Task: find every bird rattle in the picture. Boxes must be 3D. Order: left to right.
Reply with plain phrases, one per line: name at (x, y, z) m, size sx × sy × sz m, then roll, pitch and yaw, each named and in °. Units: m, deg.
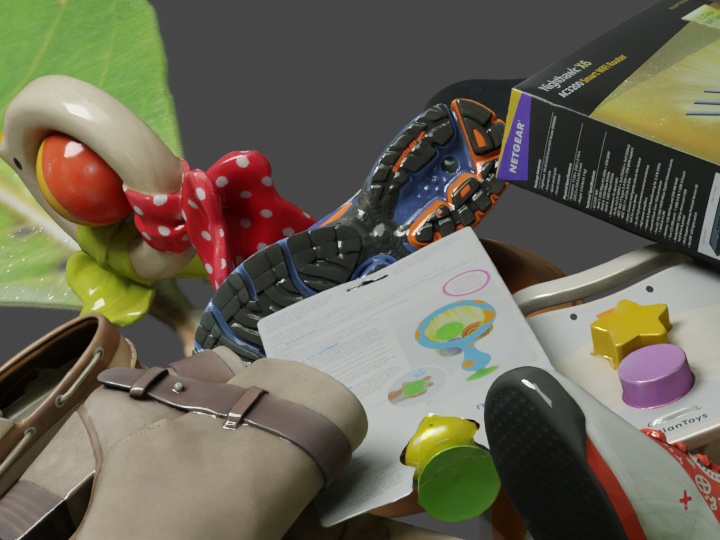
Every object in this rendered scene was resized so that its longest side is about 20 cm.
bird rattle at (-0.128, -0.034, 1.139) m, size 0.113 × 0.163 × 0.200 m, roll -49°, pitch 10°, yaw -19°

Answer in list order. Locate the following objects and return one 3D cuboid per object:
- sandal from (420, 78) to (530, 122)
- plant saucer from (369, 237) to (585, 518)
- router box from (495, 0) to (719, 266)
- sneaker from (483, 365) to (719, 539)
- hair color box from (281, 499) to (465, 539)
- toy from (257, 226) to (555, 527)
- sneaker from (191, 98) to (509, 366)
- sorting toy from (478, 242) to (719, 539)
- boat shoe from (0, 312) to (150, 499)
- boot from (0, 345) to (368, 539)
sandal at (0.124, -0.093, 1.209) m, size 0.199 × 0.043 × 0.076 m, roll -2°, pitch 40°, yaw 24°
plant saucer at (0.021, 0.044, 1.087) m, size 0.199 × 0.038 × 0.201 m, roll -14°, pitch 36°, yaw 10°
router box at (0.184, -0.072, 1.060) m, size 0.156 × 0.053 × 0.200 m, roll 22°, pitch 31°, yaw 24°
sneaker at (0.142, 0.101, 0.845) m, size 0.108 × 0.202 × 0.067 m, roll -37°, pitch -2°, yaw -30°
hair color box at (-0.031, 0.151, 0.870) m, size 0.199 × 0.065 × 0.109 m, roll 13°, pitch 43°, yaw 23°
toy at (0.025, 0.056, 0.946) m, size 0.114 × 0.047 × 0.200 m, roll -23°, pitch 23°, yaw 0°
sneaker at (0.000, 0.000, 1.072) m, size 0.200 × 0.078 × 0.075 m, roll -38°, pitch 81°, yaw -5°
sorting toy at (0.128, 0.054, 0.962) m, size 0.199 × 0.107 × 0.180 m, roll -20°, pitch 34°, yaw 0°
boat shoe at (-0.200, 0.090, 1.104) m, size 0.200 × 0.072 × 0.076 m, roll -37°, pitch 39°, yaw -22°
boot at (-0.054, 0.096, 0.836) m, size 0.146 × 0.071 × 0.199 m, roll -34°, pitch 43°, yaw -28°
